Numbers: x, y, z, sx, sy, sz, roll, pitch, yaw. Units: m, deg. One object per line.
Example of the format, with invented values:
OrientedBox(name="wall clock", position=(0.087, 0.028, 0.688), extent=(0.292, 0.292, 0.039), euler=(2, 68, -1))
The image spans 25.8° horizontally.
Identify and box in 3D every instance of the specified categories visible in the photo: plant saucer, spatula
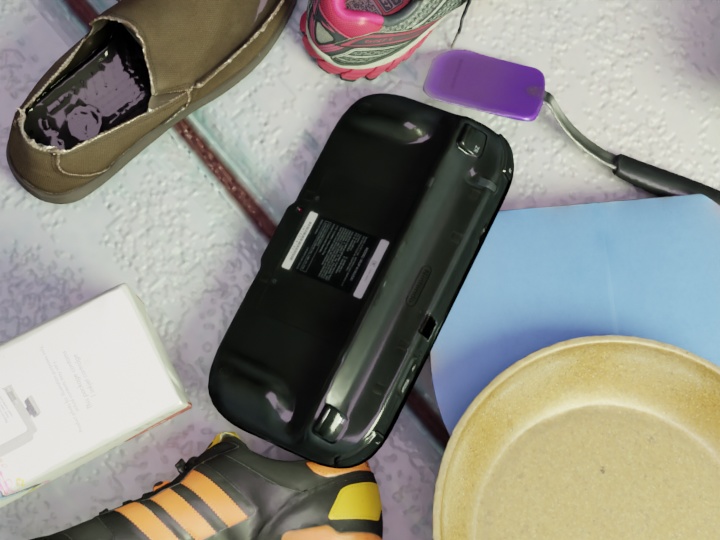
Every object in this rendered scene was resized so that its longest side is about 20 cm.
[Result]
OrientedBox(name="plant saucer", position=(0.129, 0.132, 0.764), extent=(0.198, 0.035, 0.202), euler=(4, 66, -9))
OrientedBox(name="spatula", position=(0.128, -0.069, 0.852), extent=(0.199, 0.021, 0.057), euler=(27, 39, -7))

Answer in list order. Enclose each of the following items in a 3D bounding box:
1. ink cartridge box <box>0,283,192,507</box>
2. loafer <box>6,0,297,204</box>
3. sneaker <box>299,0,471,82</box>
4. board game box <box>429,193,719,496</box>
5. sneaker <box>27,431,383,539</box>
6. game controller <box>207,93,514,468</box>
OrientedBox(name="ink cartridge box", position=(-0.186, 0.083, 0.769), extent=(0.199, 0.116, 0.068), euler=(-26, 87, -6))
OrientedBox(name="loafer", position=(-0.103, -0.114, 0.819), extent=(0.073, 0.071, 0.200), euler=(42, 82, 1))
OrientedBox(name="sneaker", position=(0.056, -0.177, 0.837), extent=(0.200, 0.075, 0.081), euler=(-43, 88, -8))
OrientedBox(name="board game box", position=(0.132, 0.045, 0.837), extent=(0.198, 0.039, 0.160), euler=(-5, 78, -7))
OrientedBox(name="sneaker", position=(-0.086, 0.129, 0.804), extent=(0.198, 0.070, 0.091), euler=(-3, 65, -3))
OrientedBox(name="game controller", position=(0.000, 0.000, 0.815), extent=(0.104, 0.042, 0.201), euler=(19, 72, 29))
